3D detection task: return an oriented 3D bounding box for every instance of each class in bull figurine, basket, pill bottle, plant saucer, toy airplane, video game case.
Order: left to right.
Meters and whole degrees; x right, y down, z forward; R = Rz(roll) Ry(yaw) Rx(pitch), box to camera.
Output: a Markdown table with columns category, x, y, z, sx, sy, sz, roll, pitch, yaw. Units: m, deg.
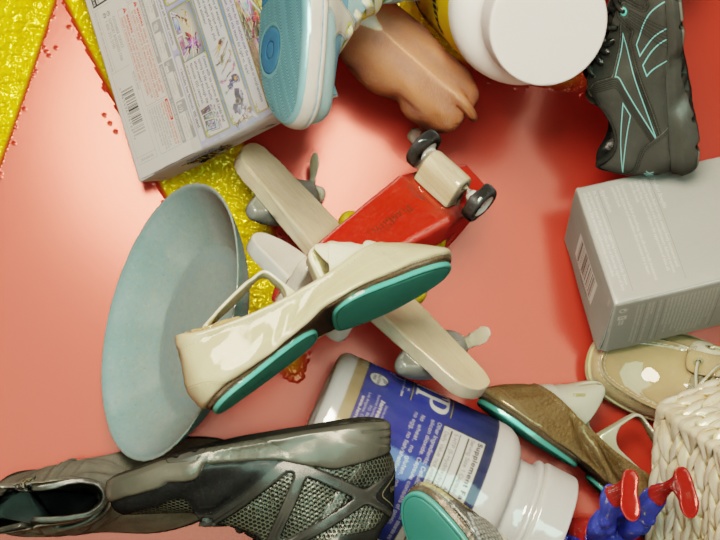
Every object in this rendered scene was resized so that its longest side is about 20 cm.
| category | x | y | z | sx | sy | sz | roll | pitch | yaw |
| --- | --- | --- | --- | --- | --- | --- | --- | --- | --- |
| plant saucer | -0.125 | 0.040 | 1.168 | 0.038 | 0.200 | 0.204 | 15 | 83 | -31 |
| video game case | -0.120 | -0.190 | 1.194 | 0.045 | 0.180 | 0.202 | -13 | 84 | -50 |
| toy airplane | 0.000 | 0.000 | 1.190 | 0.196 | 0.142 | 0.202 | 7 | 56 | -10 |
| bull figurine | 0.010 | -0.175 | 1.218 | 0.065 | 0.121 | 0.200 | -42 | 89 | -8 |
| pill bottle | 0.052 | 0.153 | 1.191 | 0.198 | 0.120 | 0.121 | 24 | 83 | -2 |
| pill bottle | 0.108 | -0.201 | 1.178 | 0.111 | 0.200 | 0.114 | -4 | 112 | -11 |
| basket | 0.284 | 0.182 | 1.155 | 0.134 | 0.123 | 0.202 | -16 | 120 | -26 |

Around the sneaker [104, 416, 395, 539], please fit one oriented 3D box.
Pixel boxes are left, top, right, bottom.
| category | x | y | z | sx | sy | sz | roll | pitch | yaw |
| --- | --- | --- | --- | --- | --- | --- | --- | --- | --- |
| sneaker | -0.071 | 0.167 | 1.095 | 0.197 | 0.076 | 0.116 | -7 | 88 | -4 |

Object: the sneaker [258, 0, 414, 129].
| category | x | y | z | sx | sy | sz | roll | pitch | yaw |
| --- | --- | --- | --- | --- | --- | --- | --- | --- | --- |
| sneaker | 0.001 | -0.186 | 1.111 | 0.129 | 0.079 | 0.203 | 9 | 73 | -28 |

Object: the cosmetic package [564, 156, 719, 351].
| category | x | y | z | sx | sy | sz | roll | pitch | yaw |
| --- | --- | --- | --- | --- | --- | --- | --- | --- | --- |
| cosmetic package | 0.265 | -0.021 | 1.228 | 0.197 | 0.091 | 0.108 | -10 | 62 | -7 |

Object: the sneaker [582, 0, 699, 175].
| category | x | y | z | sx | sy | sz | roll | pitch | yaw |
| --- | --- | --- | --- | --- | --- | --- | --- | --- | --- |
| sneaker | 0.197 | -0.158 | 1.164 | 0.078 | 0.076 | 0.202 | -7 | 112 | 11 |

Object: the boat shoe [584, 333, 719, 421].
| category | x | y | z | sx | sy | sz | roll | pitch | yaw |
| --- | --- | --- | --- | --- | --- | --- | --- | --- | --- |
| boat shoe | 0.271 | 0.090 | 1.241 | 0.198 | 0.065 | 0.073 | 18 | 83 | -2 |

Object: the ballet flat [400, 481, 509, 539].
| category | x | y | z | sx | sy | sz | roll | pitch | yaw |
| --- | --- | --- | --- | --- | --- | --- | --- | --- | --- |
| ballet flat | 0.099 | 0.229 | 1.109 | 0.072 | 0.072 | 0.202 | -29 | 77 | -6 |

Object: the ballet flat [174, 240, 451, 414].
| category | x | y | z | sx | sy | sz | roll | pitch | yaw |
| --- | --- | --- | --- | --- | --- | --- | --- | --- | --- |
| ballet flat | -0.034 | 0.019 | 1.064 | 0.199 | 0.069 | 0.070 | -30 | 87 | -16 |

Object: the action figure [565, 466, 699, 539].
| category | x | y | z | sx | sy | sz | roll | pitch | yaw |
| --- | --- | --- | --- | --- | --- | --- | --- | --- | --- |
| action figure | 0.180 | 0.209 | 1.152 | 0.064 | 0.200 | 0.100 | 1 | 71 | -10 |

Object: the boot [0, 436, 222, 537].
| category | x | y | z | sx | sy | sz | roll | pitch | yaw |
| --- | --- | --- | --- | --- | --- | --- | --- | --- | --- |
| boot | -0.182 | 0.164 | 1.166 | 0.197 | 0.131 | 0.069 | -9 | 86 | -5 |

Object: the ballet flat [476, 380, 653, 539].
| category | x | y | z | sx | sy | sz | roll | pitch | yaw |
| --- | --- | --- | --- | --- | --- | --- | --- | --- | --- |
| ballet flat | 0.181 | 0.131 | 1.228 | 0.199 | 0.068 | 0.073 | 38 | 85 | -3 |
